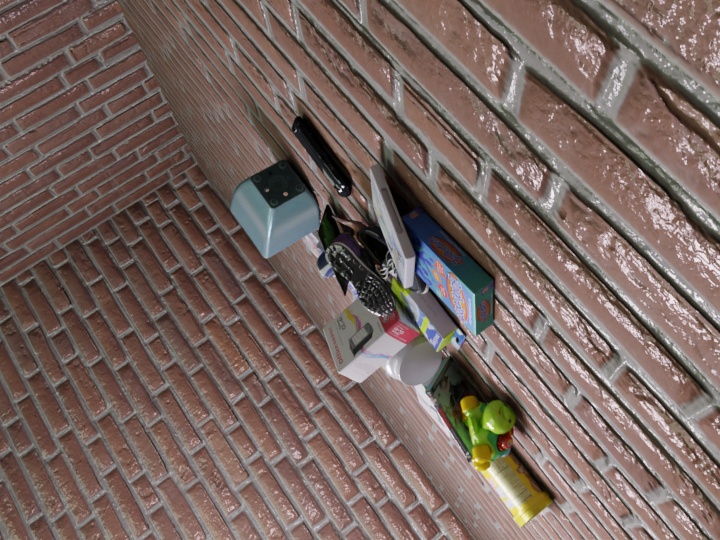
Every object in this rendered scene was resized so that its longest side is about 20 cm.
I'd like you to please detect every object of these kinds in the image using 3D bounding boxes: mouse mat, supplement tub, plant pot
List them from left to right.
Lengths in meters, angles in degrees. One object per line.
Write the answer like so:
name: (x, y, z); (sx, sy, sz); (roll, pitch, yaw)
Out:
plant pot: (-0.233, -0.194, 1.908); (0.196, 0.196, 0.200); (53, 159, 14)
mouse mat: (-0.062, -0.053, 1.772); (0.161, 0.007, 0.201); (-79, -29, -55)
supplement tub: (0.093, 0.174, 1.674); (0.200, 0.145, 0.145); (42, 163, 49)

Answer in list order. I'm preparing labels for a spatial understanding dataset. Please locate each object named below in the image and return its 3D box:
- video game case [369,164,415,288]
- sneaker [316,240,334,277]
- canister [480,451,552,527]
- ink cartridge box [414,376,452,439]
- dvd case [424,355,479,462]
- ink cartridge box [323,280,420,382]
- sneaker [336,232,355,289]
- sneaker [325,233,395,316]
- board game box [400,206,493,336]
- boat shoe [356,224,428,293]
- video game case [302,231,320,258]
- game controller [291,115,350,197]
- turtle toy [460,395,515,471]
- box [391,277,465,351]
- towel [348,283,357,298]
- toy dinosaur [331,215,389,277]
video game case: (0.059, -0.076, 1.271); (0.200, 0.022, 0.183); (78, 172, -74)
sneaker: (-0.059, -0.023, 1.897); (0.115, 0.080, 0.200); (50, -168, -21)
canister: (0.358, 0.502, 1.654); (0.200, 0.086, 0.149); (52, 168, 24)
ink cartridge box: (0.209, 0.322, 1.761); (0.146, 0.084, 0.200); (48, 167, 36)
dvd case: (0.229, 0.317, 1.585); (0.022, 0.146, 0.201); (-27, 100, 35)
ink cartridge box: (0.023, 0.139, 1.590); (0.086, 0.200, 0.148); (33, -157, -41)
sneaker: (0.000, 0.000, 1.767); (0.090, 0.066, 0.201); (40, 159, 59)
sneaker: (0.016, 0.003, 1.466); (0.200, 0.076, 0.088); (52, -147, -12)
board game box: (0.153, 0.002, 1.205); (0.200, 0.045, 0.152); (48, 166, 31)
boat shoe: (0.065, -0.023, 1.417); (0.200, 0.062, 0.075); (53, 137, 28)
video game case: (-0.151, -0.093, 2.235); (0.200, 0.023, 0.183); (48, 166, 35)
game controller: (-0.084, -0.249, 1.520); (0.200, 0.042, 0.104); (55, -177, 8)
turtle toy: (0.278, 0.337, 1.471); (0.200, 0.100, 0.146); (76, -177, -61)
box: (0.143, 0.090, 1.488); (0.200, 0.048, 0.122); (53, 169, 16)
towel: (-0.012, 0.054, 2.073); (0.201, 0.024, 0.145); (57, 168, -7)
toy dinosaur: (0.015, -0.049, 1.541); (0.201, 0.086, 0.135); (63, 166, -10)
